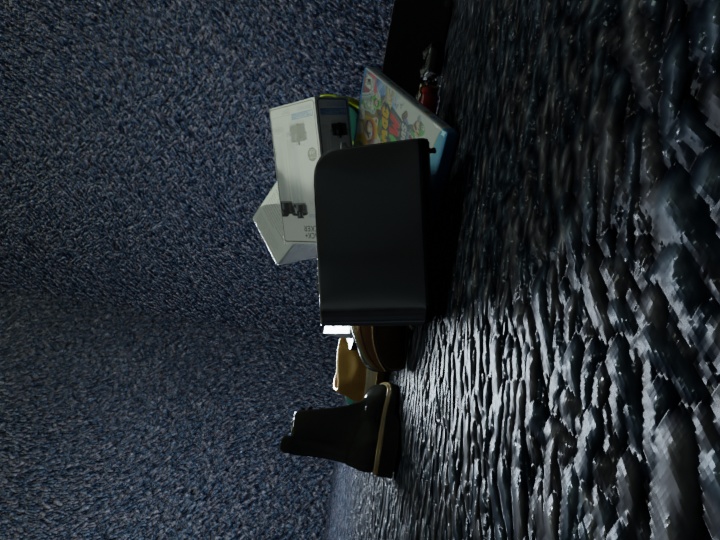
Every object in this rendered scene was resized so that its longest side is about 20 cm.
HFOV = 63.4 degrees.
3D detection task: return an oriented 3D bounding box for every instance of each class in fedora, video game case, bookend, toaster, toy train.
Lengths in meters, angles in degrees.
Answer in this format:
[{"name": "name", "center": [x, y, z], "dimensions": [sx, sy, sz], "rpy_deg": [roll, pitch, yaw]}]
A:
[{"name": "fedora", "center": [-0.004, 0.170, 1.026], "dimensions": [0.201, 0.081, 0.202], "rpy_deg": [-175, 90, -86]}, {"name": "video game case", "center": [0.045, -0.148, 0.728], "dimensions": [0.200, 0.018, 0.144], "rpy_deg": [53, 143, 43]}, {"name": "bookend", "center": [0.088, -0.383, 1.019], "dimensions": [0.199, 0.091, 0.201], "rpy_deg": [-82, 3, -59]}, {"name": "toaster", "center": [0.013, -0.026, 0.613], "dimensions": [0.181, 0.118, 0.202], "rpy_deg": [-175, 82, -87]}, {"name": "toy train", "center": [0.100, -0.245, 0.870], "dimensions": [0.046, 0.034, 0.202], "rpy_deg": [166, 113, -77]}]

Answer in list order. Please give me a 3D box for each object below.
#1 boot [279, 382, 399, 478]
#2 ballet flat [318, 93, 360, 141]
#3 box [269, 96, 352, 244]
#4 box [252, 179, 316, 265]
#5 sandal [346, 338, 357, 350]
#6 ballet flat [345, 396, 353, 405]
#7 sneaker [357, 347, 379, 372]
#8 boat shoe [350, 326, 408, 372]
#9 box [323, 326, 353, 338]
[{"name": "boot", "center": [-0.023, 0.188, 0.765], "dimensions": [0.200, 0.137, 0.078], "rpy_deg": [-87, 7, -83]}, {"name": "ballet flat", "center": [0.015, -0.239, 0.951], "dimensions": [0.067, 0.199, 0.067], "rpy_deg": [-35, -35, -39]}, {"name": "box", "center": [-0.066, -0.139, 0.841], "dimensions": [0.116, 0.060, 0.202], "rpy_deg": [6, 105, 47]}, {"name": "box", "center": [-0.065, -0.116, 1.002], "dimensions": [0.200, 0.152, 0.107], "rpy_deg": [-46, 67, 40]}, {"name": "sandal", "center": [-0.025, 0.066, 1.012], "dimensions": [0.200, 0.045, 0.076], "rpy_deg": [-95, 12, -66]}, {"name": "ballet flat", "center": [0.006, 0.197, 1.231], "dimensions": [0.075, 0.067, 0.201], "rpy_deg": [-51, -28, -60]}, {"name": "sneaker", "center": [0.037, 0.088, 0.918], "dimensions": [0.201, 0.070, 0.082], "rpy_deg": [-90, -22, -46]}, {"name": "boat shoe", "center": [0.030, 0.027, 0.740], "dimensions": [0.074, 0.075, 0.202], "rpy_deg": [-15, 81, 58]}, {"name": "box", "center": [0.000, 0.000, 0.870], "dimensions": [0.156, 0.041, 0.201], "rpy_deg": [161, 123, -72]}]
